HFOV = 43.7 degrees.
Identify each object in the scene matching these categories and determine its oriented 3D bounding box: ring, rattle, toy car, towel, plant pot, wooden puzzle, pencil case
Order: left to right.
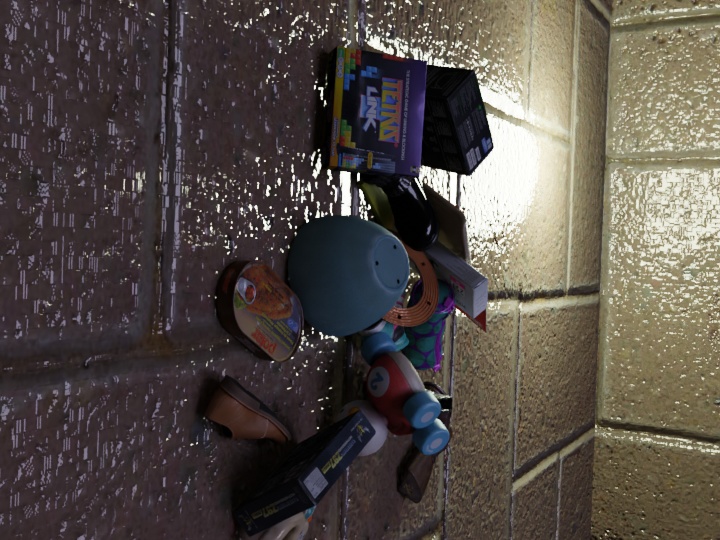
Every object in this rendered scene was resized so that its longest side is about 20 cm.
[{"bbox_3d":[-0.078,0.427,1.381,0.200,0.142,0.131,-17,118,-61],"label":"rattle"},{"bbox_3d":[0.000,0.000,1.450,0.199,0.134,0.202,13,72,-45],"label":"plant pot"},{"bbox_3d":[0.018,0.248,1.544,0.199,0.185,0.178,-31,139,-10],"label":"toy car"},{"bbox_3d":[0.044,-0.125,1.708,0.201,0.018,0.087,60,37,-44],"label":"towel"},{"bbox_3d":[0.057,0.012,1.626,0.199,0.019,0.202,18,54,-26],"label":"ring"},{"bbox_3d":[0.131,0.109,1.749,0.085,0.092,0.201,-39,152,-31],"label":"pencil case"},{"bbox_3d":[0.160,-0.090,1.743,0.037,0.200,0.186,-30,141,-13],"label":"wooden puzzle"}]

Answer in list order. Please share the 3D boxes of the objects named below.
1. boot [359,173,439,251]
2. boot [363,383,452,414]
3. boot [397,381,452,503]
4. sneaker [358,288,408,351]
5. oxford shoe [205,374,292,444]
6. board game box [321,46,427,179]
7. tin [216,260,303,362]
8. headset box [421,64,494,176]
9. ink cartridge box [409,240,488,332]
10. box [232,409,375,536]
[{"bbox_3d":[0.065,-0.143,1.616,0.158,0.079,0.213,23,46,-66],"label":"boot"},{"bbox_3d":[0.096,0.245,1.715,0.200,0.130,0.068,14,80,-62],"label":"boot"},{"bbox_3d":[0.128,0.360,1.870,0.200,0.064,0.188,-50,133,-42],"label":"boot"},{"bbox_3d":[0.055,0.085,1.674,0.201,0.083,0.121,-61,144,-44],"label":"sneaker"},{"bbox_3d":[-0.165,0.219,1.308,0.071,0.071,0.200,-50,143,-7],"label":"oxford shoe"},{"bbox_3d":[0.023,-0.263,1.513,0.164,0.057,0.202,4,88,-17],"label":"board game box"},{"bbox_3d":[-0.148,0.063,1.338,0.200,0.042,0.113,52,44,-51],"label":"tin"},{"bbox_3d":[0.128,-0.285,1.669,0.093,0.199,0.175,-47,134,-28],"label":"headset box"},{"bbox_3d":[0.165,0.025,1.760,0.043,0.200,0.174,-35,145,-22],"label":"ink cartridge box"},{"bbox_3d":[-0.082,0.305,1.359,0.051,0.157,0.200,55,35,-2],"label":"box"}]
